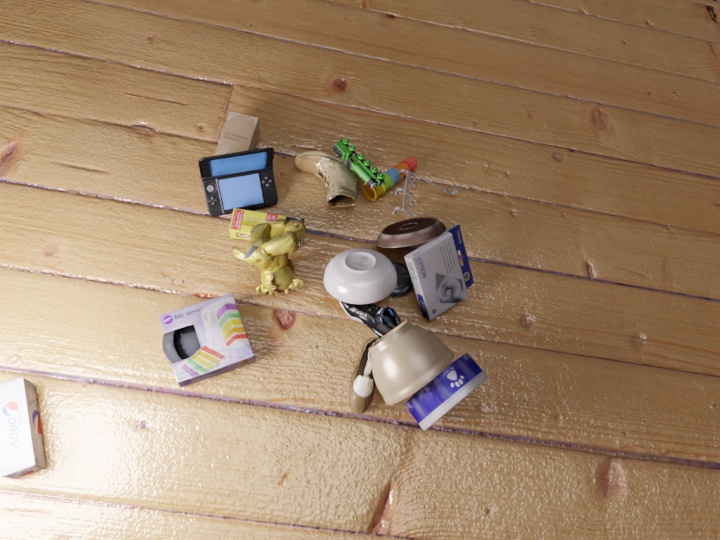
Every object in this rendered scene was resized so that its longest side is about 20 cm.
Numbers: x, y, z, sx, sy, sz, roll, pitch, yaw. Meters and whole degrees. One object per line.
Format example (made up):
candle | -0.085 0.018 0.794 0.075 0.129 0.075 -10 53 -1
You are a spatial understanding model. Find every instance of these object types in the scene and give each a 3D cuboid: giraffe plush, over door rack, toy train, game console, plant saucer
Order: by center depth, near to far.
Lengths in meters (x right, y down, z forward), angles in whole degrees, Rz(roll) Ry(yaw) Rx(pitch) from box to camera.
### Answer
giraffe plush | -0.219 -0.021 1.363 0.172 0.163 0.200 4 37 32
game console | -0.327 -0.239 1.424 0.199 0.116 0.176 -12 111 -15
plant saucer | 0.138 -0.112 1.456 0.200 0.200 0.032 -20 109 -18
toy train | -0.006 -0.314 1.540 0.056 0.042 0.200 -32 70 -28
over door rack | 0.193 -0.205 1.576 0.199 0.067 0.148 16 66 -17

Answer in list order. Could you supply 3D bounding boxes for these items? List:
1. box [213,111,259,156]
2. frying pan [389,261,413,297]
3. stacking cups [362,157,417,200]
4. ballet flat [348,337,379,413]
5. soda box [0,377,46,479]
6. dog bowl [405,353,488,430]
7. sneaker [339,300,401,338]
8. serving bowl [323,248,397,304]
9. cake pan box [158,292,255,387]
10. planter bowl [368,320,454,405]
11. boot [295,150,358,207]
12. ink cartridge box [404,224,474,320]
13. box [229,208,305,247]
box | -0.367 -0.363 1.545 0.095 0.078 0.201 11 63 -5
frying pan | 0.060 0.014 1.464 0.189 0.031 0.115 12 61 -7
stacking cups | 0.095 -0.285 1.607 0.200 0.061 0.061 -36 75 -29
ballet flat | 0.017 0.255 1.310 0.068 0.072 0.200 19 62 0
soda box | -0.744 0.342 1.137 0.068 0.063 0.200 -17 68 -16
dog bowl | 0.206 0.291 1.253 0.200 0.200 0.079 -33 71 -23
sneaker | 0.034 0.105 1.364 0.200 0.112 0.073 39 63 10
serving bowl | 0.000 0.000 1.392 0.199 0.066 0.200 0 38 0
cake pan box | -0.384 0.170 1.295 0.199 0.052 0.185 -16 66 -17
planter bowl | 0.105 0.205 1.247 0.200 0.200 0.135 -34 86 -23
boot | -0.101 -0.268 1.547 0.199 0.073 0.156 10 58 -12
ink cartridge box | 0.230 0.004 1.422 0.200 0.041 0.200 -31 117 -22
box | -0.259 -0.119 1.459 0.199 0.050 0.076 9 64 -5
